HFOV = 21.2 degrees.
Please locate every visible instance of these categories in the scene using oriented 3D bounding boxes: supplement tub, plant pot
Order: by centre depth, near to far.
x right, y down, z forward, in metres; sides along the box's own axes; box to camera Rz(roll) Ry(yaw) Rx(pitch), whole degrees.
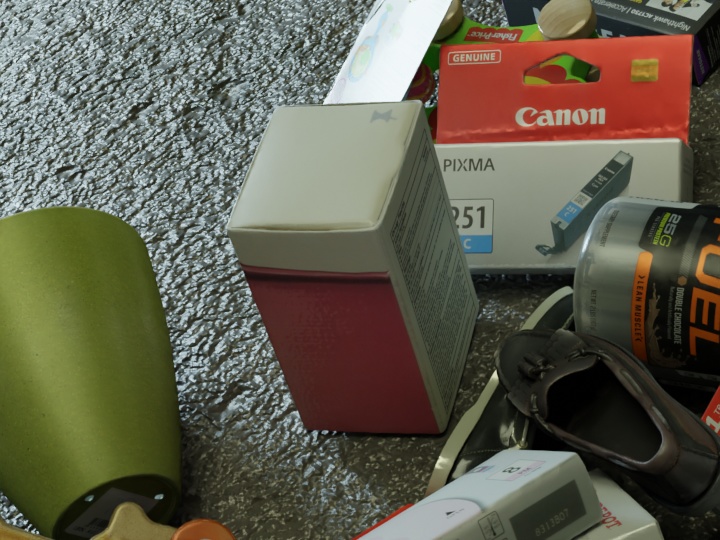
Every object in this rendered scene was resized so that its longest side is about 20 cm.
[{"bbox_3d":[0.249,0.021,1.249,0.199,0.123,0.123,7,48,27],"label":"supplement tub"},{"bbox_3d":[-0.200,0.092,1.332,0.187,0.187,0.200,-25,56,-6],"label":"plant pot"}]

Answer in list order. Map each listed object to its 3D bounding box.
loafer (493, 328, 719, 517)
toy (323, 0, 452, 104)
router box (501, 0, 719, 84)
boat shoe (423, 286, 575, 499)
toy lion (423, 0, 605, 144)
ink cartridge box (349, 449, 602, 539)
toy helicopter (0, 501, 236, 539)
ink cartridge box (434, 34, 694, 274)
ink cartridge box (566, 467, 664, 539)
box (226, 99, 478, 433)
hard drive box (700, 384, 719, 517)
[{"bbox_3d":[0.142,0.078,1.160,0.072,0.063,0.200,-57,41,2],"label":"loafer"},{"bbox_3d":[0.031,-0.157,1.509,0.201,0.047,0.115,-66,27,15],"label":"toy"},{"bbox_3d":[0.236,-0.240,1.590,0.200,0.051,0.149,24,59,39],"label":"router box"},{"bbox_3d":[0.112,0.094,1.276,0.067,0.072,0.200,23,53,16],"label":"boat shoe"},{"bbox_3d":[0.103,-0.130,1.522,0.199,0.069,0.192,9,58,34],"label":"toy lion"},{"bbox_3d":[0.016,0.155,1.102,0.162,0.057,0.200,-27,14,-30],"label":"ink cartridge box"},{"bbox_3d":[-0.179,0.203,1.213,0.199,0.079,0.133,21,67,-3],"label":"toy helicopter"},{"bbox_3d":[0.140,-0.086,1.397,0.199,0.045,0.177,0,84,21],"label":"ink cartridge box"},{"bbox_3d":[0.079,0.201,1.110,0.199,0.088,0.145,-20,9,-3],"label":"ink cartridge box"},{"bbox_3d":[0.000,0.000,1.311,0.109,0.200,0.128,0,44,20],"label":"box"},{"bbox_3d":[0.298,0.112,1.091,0.077,0.156,0.200,6,26,-43],"label":"hard drive box"}]
